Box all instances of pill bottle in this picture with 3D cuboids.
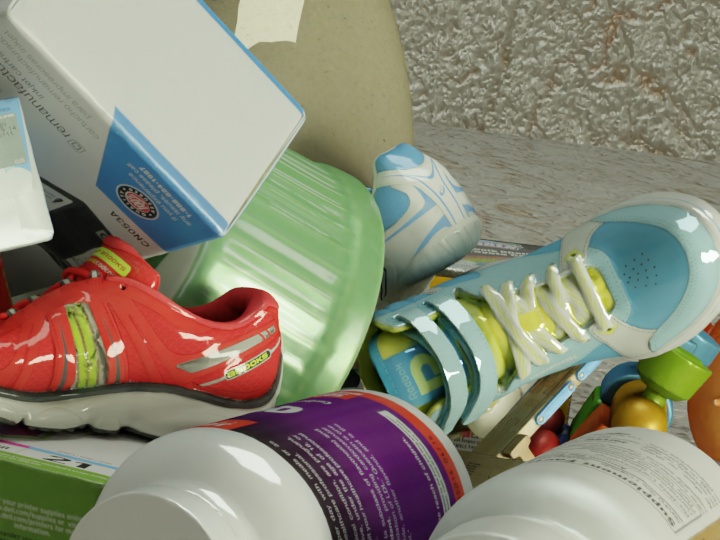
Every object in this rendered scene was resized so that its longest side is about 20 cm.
[{"bbox_3d":[0.087,0.134,1.094,0.114,0.115,0.200,13,10,22],"label":"pill bottle"},{"bbox_3d":[-0.038,0.114,1.099,0.112,0.113,0.200,13,10,25],"label":"pill bottle"}]

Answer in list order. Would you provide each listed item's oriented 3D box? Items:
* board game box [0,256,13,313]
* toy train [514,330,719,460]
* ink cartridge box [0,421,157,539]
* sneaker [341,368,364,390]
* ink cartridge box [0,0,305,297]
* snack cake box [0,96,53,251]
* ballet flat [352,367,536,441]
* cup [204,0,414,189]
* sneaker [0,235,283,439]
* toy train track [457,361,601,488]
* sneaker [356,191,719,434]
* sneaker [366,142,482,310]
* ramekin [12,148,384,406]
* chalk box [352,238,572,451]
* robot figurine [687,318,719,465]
[{"bbox_3d":[-0.275,0.041,1.253,0.151,0.046,0.200,-16,3,-36],"label":"board game box"},{"bbox_3d":[0.141,0.085,1.378,0.085,0.116,0.200,33,10,1],"label":"toy train"},{"bbox_3d":[-0.146,0.098,1.210,0.147,0.076,0.200,12,11,17],"label":"ink cartridge box"},{"bbox_3d":[-0.001,0.108,1.306,0.080,0.074,0.200,14,23,-10],"label":"sneaker"},{"bbox_3d":[-0.147,-0.074,1.228,0.145,0.084,0.200,45,-33,-23],"label":"ink cartridge box"},{"bbox_3d":[-0.242,-0.022,1.181,0.115,0.067,0.200,-17,5,-40],"label":"snack cake box"},{"bbox_3d":[0.039,0.076,1.435,0.200,0.076,0.064,-22,37,-8],"label":"ballet flat"},{"bbox_3d":[-0.054,-0.110,1.482,0.200,0.144,0.200,13,-13,3],"label":"cup"},{"bbox_3d":[-0.127,0.025,1.174,0.200,0.085,0.077,7,6,-28],"label":"sneaker"},{"bbox_3d":[0.091,0.083,1.349,0.200,0.033,0.115,-45,24,-21],"label":"toy train track"},{"bbox_3d":[0.081,0.029,1.282,0.200,0.080,0.130,-26,-1,44],"label":"sneaker"},{"bbox_3d":[0.000,0.000,1.404,0.072,0.073,0.200,-22,-16,-35],"label":"sneaker"},{"bbox_3d":[-0.091,0.015,1.319,0.098,0.200,0.200,33,-4,-30],"label":"ramekin"},{"bbox_3d":[0.059,0.047,1.582,0.124,0.124,0.200,8,8,0],"label":"chalk box"},{"bbox_3d":[0.257,0.075,1.619,0.116,0.144,0.200,-29,2,13],"label":"robot figurine"}]
